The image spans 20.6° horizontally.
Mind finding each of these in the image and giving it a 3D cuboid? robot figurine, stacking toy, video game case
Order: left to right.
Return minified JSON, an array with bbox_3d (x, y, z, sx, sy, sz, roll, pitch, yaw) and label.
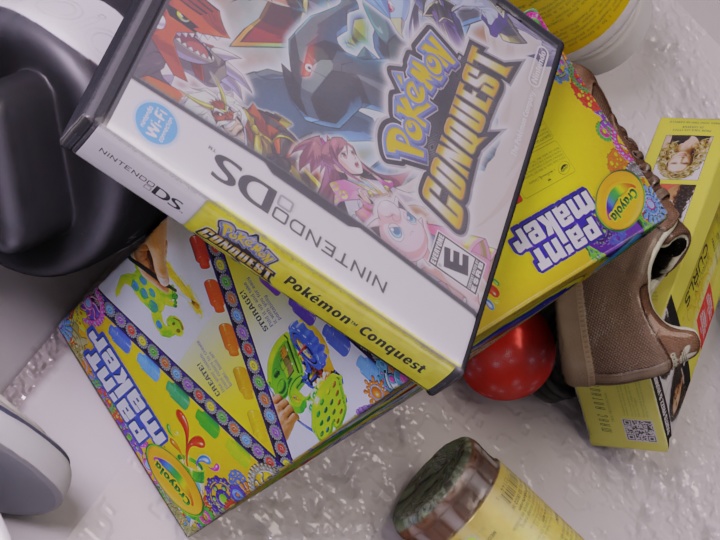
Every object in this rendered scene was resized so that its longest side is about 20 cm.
[{"bbox_3d":[-0.120,-0.069,0.894,0.150,0.125,0.200,41,35,12],"label":"robot figurine"},{"bbox_3d":[-0.010,-0.075,0.813,0.180,0.025,0.201,34,49,-16],"label":"video game case"},{"bbox_3d":[0.067,-0.026,1.082,0.085,0.085,0.202,5,70,-36],"label":"stacking toy"}]

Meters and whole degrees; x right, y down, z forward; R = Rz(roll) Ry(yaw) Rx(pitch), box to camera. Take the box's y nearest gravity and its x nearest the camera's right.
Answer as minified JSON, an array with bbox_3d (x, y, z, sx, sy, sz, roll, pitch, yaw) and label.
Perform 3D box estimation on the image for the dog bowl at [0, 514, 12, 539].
[{"bbox_3d":[-0.230,0.140,0.747,0.199,0.079,0.202,19,55,-29],"label":"dog bowl"}]

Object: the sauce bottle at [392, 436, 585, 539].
[{"bbox_3d":[0.105,0.171,0.998,0.200,0.065,0.065,43,47,-8],"label":"sauce bottle"}]

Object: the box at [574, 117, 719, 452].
[{"bbox_3d":[0.174,0.004,1.131,0.201,0.050,0.076,-63,145,-40],"label":"box"}]

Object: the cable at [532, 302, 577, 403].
[{"bbox_3d":[0.126,-0.009,1.150,0.097,0.050,0.202,32,60,-41],"label":"cable"}]

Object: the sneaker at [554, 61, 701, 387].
[{"bbox_3d":[0.139,-0.026,1.066,0.075,0.071,0.202,-4,59,6],"label":"sneaker"}]

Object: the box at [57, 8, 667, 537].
[{"bbox_3d":[0.000,0.000,0.927,0.199,0.192,0.123,-28,83,-43],"label":"box"}]

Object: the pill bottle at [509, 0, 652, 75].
[{"bbox_3d":[0.098,-0.184,1.125,0.200,0.110,0.112,32,43,-58],"label":"pill bottle"}]

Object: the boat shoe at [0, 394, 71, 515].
[{"bbox_3d":[-0.199,0.034,0.827,0.199,0.071,0.070,33,51,-28],"label":"boat shoe"}]
